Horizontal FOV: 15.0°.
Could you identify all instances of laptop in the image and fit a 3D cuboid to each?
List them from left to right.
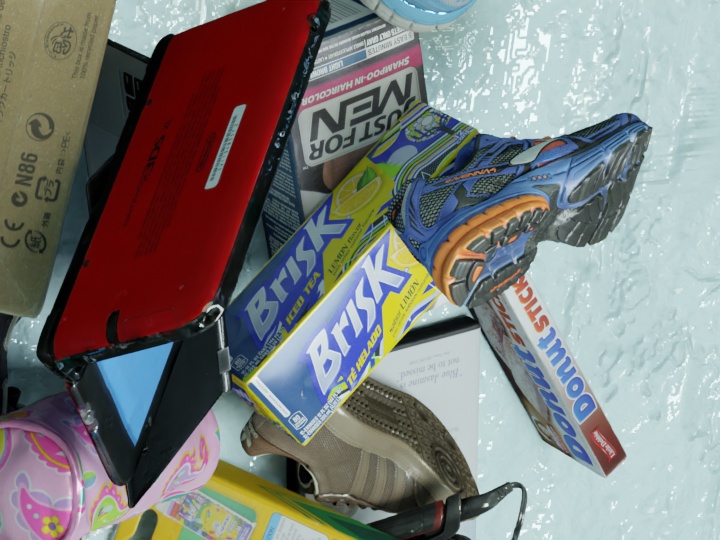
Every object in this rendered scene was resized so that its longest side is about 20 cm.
[{"bbox_3d":[-0.139,-0.008,1.476,0.115,0.200,0.189,-21,120,-30],"label":"laptop"}]

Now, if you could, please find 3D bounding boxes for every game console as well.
[{"bbox_3d":[-0.070,-0.014,1.349,0.119,0.172,0.201,41,52,-33],"label":"game console"}]

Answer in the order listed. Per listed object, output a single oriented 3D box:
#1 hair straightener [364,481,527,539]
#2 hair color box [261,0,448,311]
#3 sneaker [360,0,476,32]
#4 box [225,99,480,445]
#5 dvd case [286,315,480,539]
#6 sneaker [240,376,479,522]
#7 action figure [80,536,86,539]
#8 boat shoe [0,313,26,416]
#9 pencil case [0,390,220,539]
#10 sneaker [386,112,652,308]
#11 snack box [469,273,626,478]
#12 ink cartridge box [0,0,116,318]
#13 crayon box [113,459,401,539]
[{"bbox_3d":[0.019,0.181,1.713,0.199,0.041,0.077,-24,127,15],"label":"hair straightener"},{"bbox_3d":[-0.008,-0.061,1.641,0.100,0.060,0.201,-24,122,-25],"label":"hair color box"},{"bbox_3d":[-0.008,-0.206,1.533,0.199,0.090,0.079,22,72,-20],"label":"sneaker"},{"bbox_3d":[0.000,0.000,1.588,0.200,0.070,0.064,-48,126,-8],"label":"box"},{"bbox_3d":[0.015,0.138,1.768,0.142,0.018,0.201,-14,117,-31],"label":"dvd case"},{"bbox_3d":[0.000,0.114,1.706,0.075,0.071,0.200,-31,140,18],"label":"sneaker"},{"bbox_3d":[-0.150,0.244,1.640,0.065,0.052,0.201,-17,88,-25],"label":"action figure"},{"bbox_3d":[-0.210,0.081,1.552,0.062,0.073,0.202,-6,108,-30],"label":"boat shoe"},{"bbox_3d":[-0.153,0.109,1.540,0.200,0.087,0.088,-21,128,-68],"label":"pencil case"},{"bbox_3d":[0.093,-0.052,1.541,0.199,0.078,0.076,-25,144,-44],"label":"sneaker"},{"bbox_3d":[0.108,0.049,1.761,0.024,0.072,0.201,-42,127,-15],"label":"snack box"},{"bbox_3d":[-0.185,-0.096,1.428,0.075,0.165,0.201,11,103,-15],"label":"ink cartridge box"},{"bbox_3d":[-0.056,0.200,1.670,0.127,0.199,0.052,-69,168,9],"label":"crayon box"}]
